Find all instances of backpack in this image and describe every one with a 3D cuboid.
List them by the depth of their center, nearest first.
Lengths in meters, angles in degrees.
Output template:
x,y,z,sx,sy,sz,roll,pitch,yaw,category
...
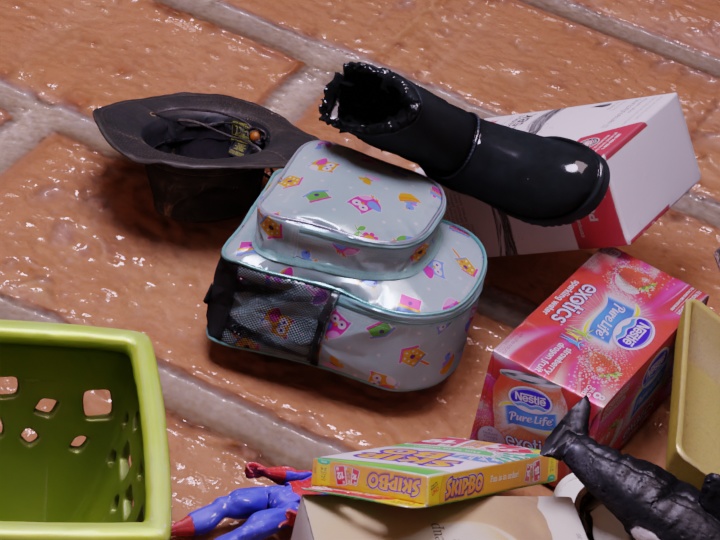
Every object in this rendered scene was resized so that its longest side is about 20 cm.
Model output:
x,y,z,sx,sy,sz,roll,pitch,yaw,category
0.000,0.000,1.676,0.200,0.153,0.176,25,31,5,backpack

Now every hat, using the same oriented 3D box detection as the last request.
x,y,z,sx,sy,sz,roll,pitch,yaw,category
-0.136,-0.087,1.801,0.200,0.081,0.201,10,22,-4,hat

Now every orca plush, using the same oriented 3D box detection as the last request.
x,y,z,sx,sy,sz,roll,pitch,yaw,category
0.226,0.154,1.470,0.200,0.071,0.105,46,30,16,orca plush

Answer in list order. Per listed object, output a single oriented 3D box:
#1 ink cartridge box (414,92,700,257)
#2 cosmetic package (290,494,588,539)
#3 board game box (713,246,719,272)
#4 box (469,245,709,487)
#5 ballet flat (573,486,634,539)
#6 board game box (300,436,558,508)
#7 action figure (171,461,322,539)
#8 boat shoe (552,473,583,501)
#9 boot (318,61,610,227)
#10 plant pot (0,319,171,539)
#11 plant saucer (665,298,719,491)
x,y,z,sx,sy,sz,roll,pitch,yaw,category
0.161,-0.077,1.802,0.200,0.083,0.147,-5,22,37,ink cartridge box
0.057,0.211,1.467,0.200,0.071,0.105,2,36,-16,cosmetic package
0.382,0.028,1.637,0.097,0.159,0.200,23,39,-33,board game box
0.181,0.075,1.672,0.100,0.096,0.200,28,38,20,box
0.201,0.226,1.474,0.068,0.067,0.200,-37,55,6,ballet flat
0.051,0.142,1.512,0.095,0.030,0.200,5,7,34,board game box
-0.061,0.167,1.515,0.200,0.052,0.065,-12,39,-34,action figure
0.230,0.208,1.555,0.200,0.073,0.062,24,-7,26,boat shoe
0.076,-0.102,1.667,0.198,0.073,0.162,17,-7,43,boot
-0.232,0.162,1.351,0.199,0.182,0.200,4,36,-13,plant pot
0.299,0.143,1.607,0.200,0.048,0.200,38,32,-14,plant saucer
